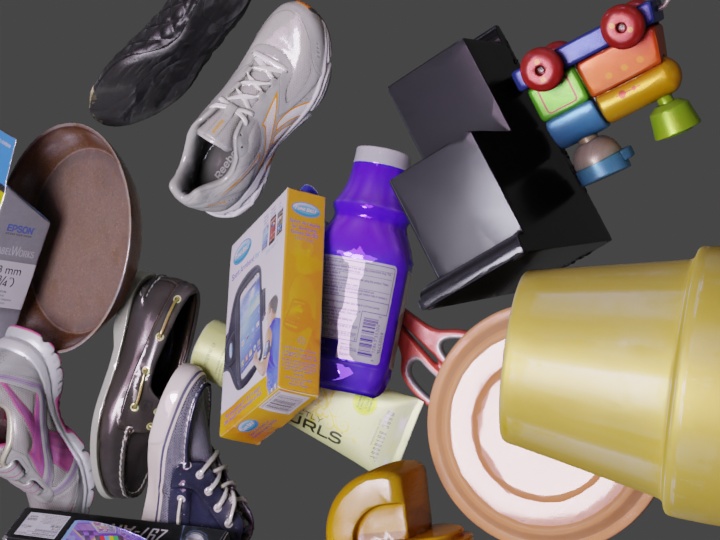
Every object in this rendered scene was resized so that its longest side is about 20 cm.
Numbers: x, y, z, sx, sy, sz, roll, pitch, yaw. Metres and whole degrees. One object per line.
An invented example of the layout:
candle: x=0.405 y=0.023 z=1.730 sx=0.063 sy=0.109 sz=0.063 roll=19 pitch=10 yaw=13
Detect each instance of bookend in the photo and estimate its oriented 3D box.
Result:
bookend: x=0.079 y=-0.083 z=1.363 sx=0.092 sy=0.200 sz=0.199 roll=-31 pitch=81 yaw=24

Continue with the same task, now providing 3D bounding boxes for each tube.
tube: x=-0.047 y=0.102 z=1.509 sx=0.200 sy=0.052 sz=0.058 roll=25 pitch=144 yaw=15

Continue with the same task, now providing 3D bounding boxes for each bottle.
bottle: x=0.000 y=0.000 z=1.463 sx=0.083 sy=0.065 sz=0.201 roll=9 pitch=84 yaw=11

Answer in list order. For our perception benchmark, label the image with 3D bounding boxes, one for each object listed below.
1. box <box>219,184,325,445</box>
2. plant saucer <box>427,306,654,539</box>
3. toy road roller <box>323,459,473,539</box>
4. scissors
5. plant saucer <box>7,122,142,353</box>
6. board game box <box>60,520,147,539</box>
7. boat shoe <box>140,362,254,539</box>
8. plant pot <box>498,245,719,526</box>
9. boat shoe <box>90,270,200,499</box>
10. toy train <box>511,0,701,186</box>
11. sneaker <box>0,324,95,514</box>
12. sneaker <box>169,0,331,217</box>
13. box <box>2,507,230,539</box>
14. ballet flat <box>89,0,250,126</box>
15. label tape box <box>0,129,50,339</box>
box: x=-0.071 y=0.027 z=1.455 sx=0.119 sy=0.041 sz=0.201 roll=-42 pitch=42 yaw=53
plant saucer: x=0.149 y=0.125 z=1.427 sx=0.200 sy=0.032 sz=0.201 roll=1 pitch=92 yaw=18
toy road roller: x=-0.005 y=0.232 z=1.454 sx=0.199 sy=0.123 sz=0.147 roll=-6 pitch=88 yaw=18
scissors: x=0.022 y=0.041 z=1.494 sx=0.200 sy=0.014 sz=0.073 roll=38 pitch=105 yaw=16
plant saucer: x=-0.250 y=-0.027 z=1.564 sx=0.200 sy=0.034 sz=0.201 roll=-7 pitch=80 yaw=45
board game box: x=-0.209 y=0.301 z=1.499 sx=0.158 sy=0.039 sz=0.200 roll=37 pitch=129 yaw=-2
boat shoe: x=-0.130 y=0.179 z=1.525 sx=0.092 sy=0.075 sz=0.201 roll=18 pitch=117 yaw=16
plant pot: x=0.204 y=0.076 z=1.305 sx=0.188 sy=0.201 sz=0.202 roll=7 pitch=94 yaw=13
boat shoe: x=-0.184 y=0.104 z=1.551 sx=0.060 sy=0.072 sz=0.202 roll=11 pitch=93 yaw=26
toy train: x=0.227 y=-0.153 z=1.371 sx=0.200 sy=0.085 sz=0.116 roll=-26 pitch=92 yaw=21
sneaker: x=-0.298 y=0.152 z=1.564 sx=0.081 sy=0.088 sz=0.201 roll=8 pitch=122 yaw=41
sneaker: x=-0.092 y=-0.132 z=1.494 sx=0.076 sy=0.092 sz=0.200 roll=30 pitch=102 yaw=18
box: x=-0.195 y=0.287 z=1.539 sx=0.199 sy=0.044 sz=0.161 roll=4 pitch=123 yaw=22
ballet flat: x=-0.161 y=-0.198 z=1.551 sx=0.066 sy=0.057 sz=0.200 roll=37 pitch=112 yaw=-27
label tape box: x=-0.344 y=-0.039 z=1.592 sx=0.144 sy=0.063 sz=0.201 roll=30 pitch=104 yaw=43
